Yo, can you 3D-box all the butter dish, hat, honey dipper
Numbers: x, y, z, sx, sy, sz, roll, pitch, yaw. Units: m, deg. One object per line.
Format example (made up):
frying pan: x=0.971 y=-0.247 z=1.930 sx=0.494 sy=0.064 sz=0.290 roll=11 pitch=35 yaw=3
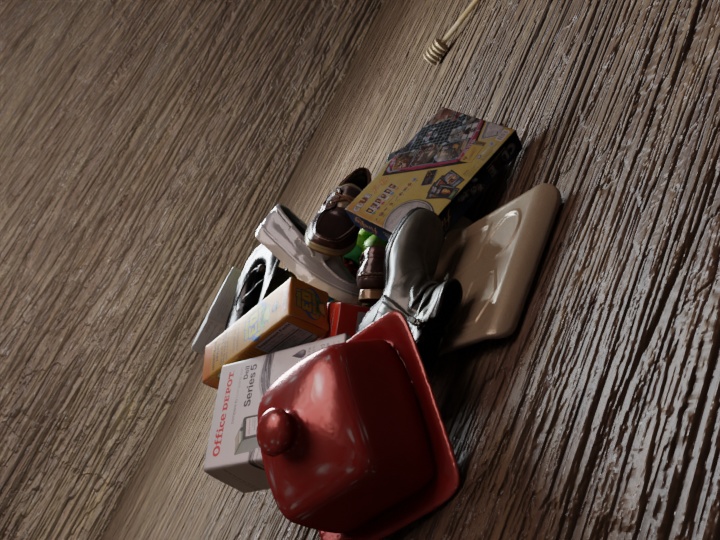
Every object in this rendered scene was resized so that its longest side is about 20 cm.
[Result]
butter dish: x=-0.034 y=0.157 z=0.798 sx=0.199 sy=0.148 sz=0.201 roll=-40 pitch=54 yaw=34
hat: x=-0.141 y=0.051 z=1.268 sx=0.201 sy=0.081 sz=0.201 roll=-48 pitch=27 yaw=35
honey dipper: x=0.209 y=-0.524 z=1.770 sx=0.200 sy=0.038 sz=0.038 roll=-47 pitch=18 yaw=30

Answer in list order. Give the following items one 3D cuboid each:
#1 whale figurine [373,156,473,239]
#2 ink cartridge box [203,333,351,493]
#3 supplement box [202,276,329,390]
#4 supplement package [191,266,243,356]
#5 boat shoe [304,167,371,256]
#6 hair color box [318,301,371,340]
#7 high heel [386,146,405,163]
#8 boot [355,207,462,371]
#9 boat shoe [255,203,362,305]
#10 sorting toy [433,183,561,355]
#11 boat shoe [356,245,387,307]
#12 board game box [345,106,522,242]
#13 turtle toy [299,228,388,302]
whale figurine: x=0.095 y=-0.083 z=1.135 sx=0.159 sy=0.104 sz=0.200 roll=-29 pitch=41 yaw=3
ink cartridge box: x=-0.082 y=0.176 z=1.005 sx=0.199 sy=0.084 sz=0.146 roll=-17 pitch=50 yaw=30
supplement box: x=-0.126 y=0.090 z=1.087 sx=0.200 sy=0.069 sz=0.067 roll=-36 pitch=39 yaw=33
supplement package: x=-0.163 y=0.108 z=1.407 sx=0.117 sy=0.200 sz=0.118 roll=-54 pitch=12 yaw=47
boat shoe: x=-0.022 y=-0.087 z=1.145 sx=0.200 sy=0.072 sz=0.072 roll=-55 pitch=-19 yaw=-57
hair color box: x=-0.012 y=0.079 z=1.117 sx=0.200 sy=0.101 sz=0.061 roll=168 pitch=111 yaw=-72
high heel: x=0.084 y=-0.138 z=1.407 sx=0.142 sy=0.071 sz=0.200 roll=-31 pitch=-31 yaw=-40
boot: x=0.074 y=0.020 z=0.913 sx=0.131 sy=0.068 sz=0.201 roll=-6 pitch=59 yaw=60
boat shoe: x=-0.062 y=-0.025 z=1.162 sx=0.200 sy=0.072 sz=0.069 roll=39 pitch=104 yaw=33
sorting toy: x=0.132 y=0.010 z=0.911 sx=0.200 sy=0.036 sz=0.186 roll=-25 pitch=37 yaw=61
boat shoe: x=0.033 y=0.013 z=1.064 sx=0.200 sy=0.070 sz=0.071 roll=72 pitch=-163 yaw=-81
board game box: x=0.093 y=-0.117 z=1.064 sx=0.200 sy=0.035 sz=0.135 roll=-47 pitch=45 yaw=-13
turtle toy: x=0.000 y=0.000 z=1.226 sx=0.200 sy=0.145 sz=0.101 roll=-48 pitch=39 yaw=43
